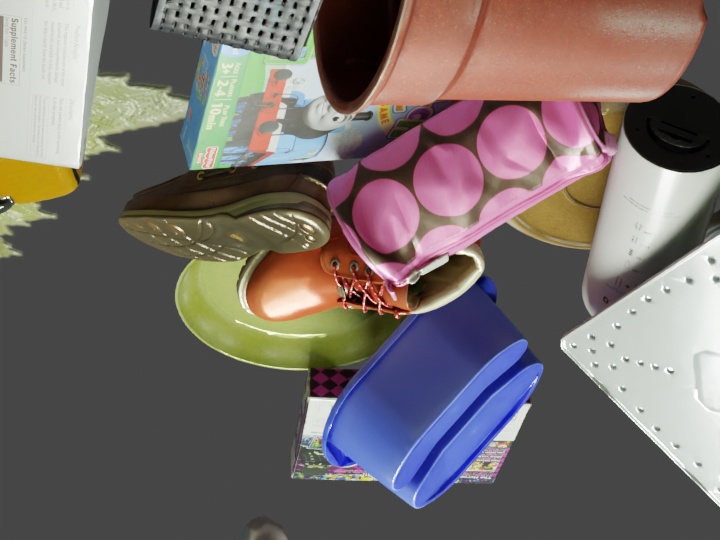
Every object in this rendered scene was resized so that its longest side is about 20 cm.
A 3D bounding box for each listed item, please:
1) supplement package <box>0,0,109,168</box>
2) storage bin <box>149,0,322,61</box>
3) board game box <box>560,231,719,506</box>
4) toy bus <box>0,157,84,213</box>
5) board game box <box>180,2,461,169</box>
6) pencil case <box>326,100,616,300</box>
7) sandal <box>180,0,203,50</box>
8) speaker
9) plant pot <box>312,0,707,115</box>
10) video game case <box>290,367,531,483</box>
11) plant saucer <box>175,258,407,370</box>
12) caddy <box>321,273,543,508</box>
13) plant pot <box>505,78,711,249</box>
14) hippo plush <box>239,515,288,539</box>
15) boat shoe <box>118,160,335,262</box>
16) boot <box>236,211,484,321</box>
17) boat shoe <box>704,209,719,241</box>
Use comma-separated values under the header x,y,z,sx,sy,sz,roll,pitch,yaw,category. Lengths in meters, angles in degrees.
x,y,z,sx,sy,sz,roll,pitch,yaw,category
-0.204,-0.189,0.993,0.109,0.157,0.201,9,143,-8,supplement package
-0.053,-0.233,0.943,0.093,0.136,0.201,10,143,-12,storage bin
0.270,0.076,1.189,0.200,0.026,0.200,45,141,-5,board game box
-0.303,-0.088,1.200,0.197,0.079,0.065,-3,145,6,toy bus
-0.012,-0.133,1.121,0.198,0.037,0.152,-6,147,-21,board game box
0.080,-0.067,1.148,0.199,0.094,0.091,-32,154,11,pencil case
-0.071,-0.152,1.132,0.074,0.045,0.201,-12,142,18,sandal
0.212,-0.039,1.201,0.080,0.082,0.201,2,144,0,speaker
0.091,-0.182,0.978,0.193,0.203,0.201,5,145,-18,plant pot
0.041,0.144,1.515,0.197,0.036,0.182,2,150,-6,video game case
-0.053,0.016,1.372,0.197,0.031,0.201,0,144,0,plant saucer
0.054,0.094,1.359,0.200,0.105,0.141,-47,154,-4,caddy
0.181,-0.074,1.245,0.197,0.028,0.201,2,143,1,plant pot
-0.072,0.366,1.739,0.159,0.161,0.200,17,141,-19,hippo plush
-0.097,-0.052,1.254,0.198,0.068,0.072,-4,150,38,boat shoe
0.000,0.000,1.245,0.198,0.108,0.075,-23,127,8,boot
0.297,0.030,1.343,0.069,0.072,0.202,0,144,2,boat shoe
